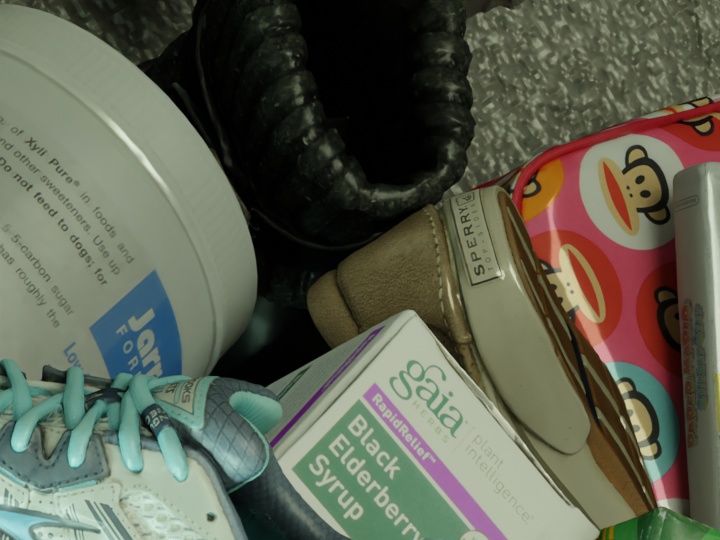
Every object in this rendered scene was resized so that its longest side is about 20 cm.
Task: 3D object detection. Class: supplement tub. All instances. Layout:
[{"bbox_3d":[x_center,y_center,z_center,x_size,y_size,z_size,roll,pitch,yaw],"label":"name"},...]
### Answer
[{"bbox_3d":[-0.138,0.031,0.718,0.132,0.132,0.200,50,57,-6],"label":"supplement tub"}]

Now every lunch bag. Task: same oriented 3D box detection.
[{"bbox_3d":[0.113,0.046,0.898,0.176,0.082,0.200,-17,83,-33],"label":"lunch bag"}]

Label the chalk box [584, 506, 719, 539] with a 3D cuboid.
[{"bbox_3d":[0.083,0.182,0.682,0.124,0.125,0.200,22,69,-14],"label":"chalk box"}]

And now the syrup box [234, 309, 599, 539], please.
[{"bbox_3d":[-0.032,0.089,0.726,0.079,0.200,0.081,50,56,-7],"label":"syrup box"}]

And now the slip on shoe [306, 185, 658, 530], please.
[{"bbox_3d":[0.047,0.055,0.764,0.200,0.061,0.076,57,15,-49],"label":"slip on shoe"}]

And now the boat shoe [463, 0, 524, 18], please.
[{"bbox_3d":[0.038,-0.116,0.837,0.066,0.200,0.072,-20,81,-8],"label":"boat shoe"}]

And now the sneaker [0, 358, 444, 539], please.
[{"bbox_3d":[-0.062,0.048,0.596,0.200,0.086,0.078,31,25,-8],"label":"sneaker"}]

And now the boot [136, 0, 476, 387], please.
[{"bbox_3d":[-0.002,0.001,0.800,0.079,0.158,0.211,-31,90,-34],"label":"boot"}]

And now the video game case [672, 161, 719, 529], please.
[{"bbox_3d":[0.195,0.062,0.884,0.200,0.023,0.182,6,75,-29],"label":"video game case"}]
